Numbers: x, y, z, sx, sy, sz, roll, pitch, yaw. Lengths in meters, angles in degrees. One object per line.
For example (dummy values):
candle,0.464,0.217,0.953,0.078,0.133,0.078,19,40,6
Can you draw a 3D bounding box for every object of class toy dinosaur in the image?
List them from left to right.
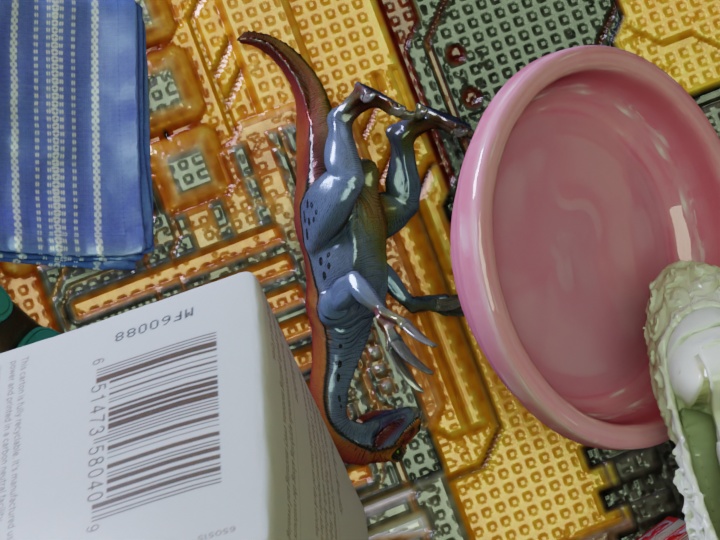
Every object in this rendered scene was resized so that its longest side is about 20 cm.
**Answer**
toy dinosaur,0.000,0.000,1.220,0.199,0.105,0.183,31,102,37

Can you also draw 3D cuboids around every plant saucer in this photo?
plant saucer,0.115,-0.010,1.182,0.199,0.051,0.202,8,78,-40

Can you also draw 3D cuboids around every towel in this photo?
towel,-0.198,-0.077,1.177,0.199,0.024,0.146,3,78,-26

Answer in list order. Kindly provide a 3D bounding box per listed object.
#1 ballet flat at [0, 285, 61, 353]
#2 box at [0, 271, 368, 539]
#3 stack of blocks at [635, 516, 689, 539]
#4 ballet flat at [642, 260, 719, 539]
ballet flat,-0.188,0.047,1.200,0.200,0.071,0.065,44,112,2
box,-0.105,0.146,1.082,0.199,0.200,0.172,-19,125,8
stack of blocks,0.198,0.225,1.181,0.058,0.115,0.201,-34,90,-5
ballet flat,0.179,0.078,1.111,0.071,0.072,0.201,-8,67,-4
